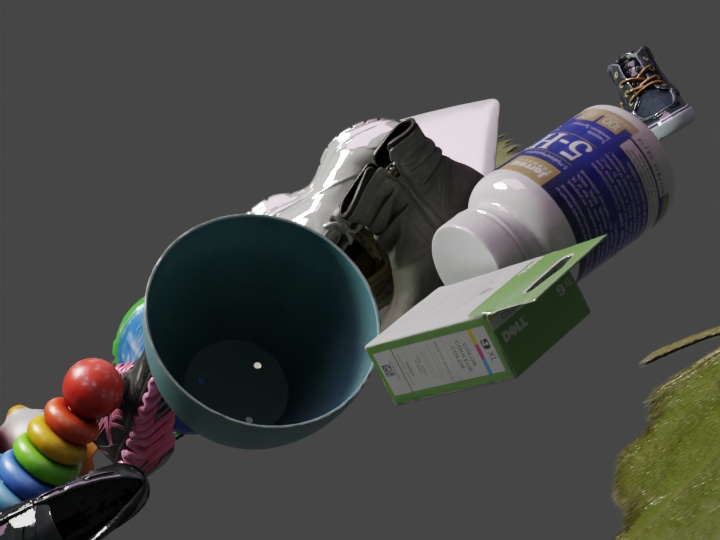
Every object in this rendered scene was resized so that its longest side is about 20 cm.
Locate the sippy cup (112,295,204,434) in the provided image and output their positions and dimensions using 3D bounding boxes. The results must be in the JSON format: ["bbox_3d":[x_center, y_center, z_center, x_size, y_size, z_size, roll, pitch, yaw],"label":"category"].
[{"bbox_3d":[-0.169,0.096,1.751,0.139,0.179,0.130,-1,16,-12],"label":"sippy cup"}]

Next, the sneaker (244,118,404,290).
[{"bbox_3d":[-0.021,-0.054,1.600,0.200,0.074,0.087,-42,39,16],"label":"sneaker"}]

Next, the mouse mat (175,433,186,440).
[{"bbox_3d":[-0.176,0.147,1.894,0.160,0.008,0.200,-31,9,-14],"label":"mouse mat"}]

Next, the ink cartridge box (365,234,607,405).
[{"bbox_3d":[0.107,0.042,1.377,0.104,0.060,0.199,-36,11,-39],"label":"ink cartridge box"}]

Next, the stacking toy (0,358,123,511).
[{"bbox_3d":[-0.278,0.165,1.589,0.201,0.085,0.085,-55,3,12],"label":"stacking toy"}]

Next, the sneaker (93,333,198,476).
[{"bbox_3d":[-0.210,0.113,1.640,0.079,0.095,0.201,-33,-24,-42],"label":"sneaker"}]

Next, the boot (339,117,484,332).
[{"bbox_3d":[0.029,-0.024,1.566,0.201,0.130,0.068,-61,25,-2],"label":"boot"}]

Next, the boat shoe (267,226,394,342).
[{"bbox_3d":[0.000,0.000,1.627,0.200,0.063,0.073,-49,46,-5],"label":"boat shoe"}]

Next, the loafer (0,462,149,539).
[{"bbox_3d":[-0.271,0.223,1.528,0.200,0.068,0.070,-28,-2,-19],"label":"loafer"}]

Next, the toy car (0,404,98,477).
[{"bbox_3d":[-0.359,0.180,1.822,0.199,0.178,0.184,-19,-12,-40],"label":"toy car"}]

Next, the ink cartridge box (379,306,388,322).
[{"bbox_3d":[0.074,-0.002,1.727,0.199,0.068,0.115,-28,7,14],"label":"ink cartridge box"}]

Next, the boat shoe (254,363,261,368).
[{"bbox_3d":[-0.058,0.059,1.730,0.072,0.063,0.201,-13,46,29],"label":"boat shoe"}]

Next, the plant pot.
[{"bbox_3d":[-0.094,0.072,1.526,0.200,0.200,0.135,-33,-17,-29],"label":"plant pot"}]

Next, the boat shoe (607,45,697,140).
[{"bbox_3d":[0.319,-0.197,2.005,0.071,0.091,0.200,-28,8,5],"label":"boat shoe"}]

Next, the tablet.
[{"bbox_3d":[0.067,-0.071,1.688,0.129,0.014,0.201,-11,53,27],"label":"tablet"}]

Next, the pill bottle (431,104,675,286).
[{"bbox_3d":[0.162,-0.046,1.520,0.200,0.120,0.119,-34,9,-29],"label":"pill bottle"}]
